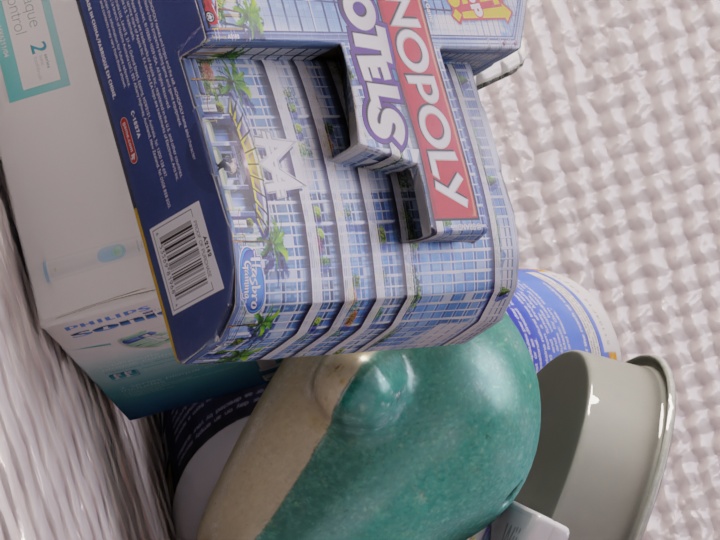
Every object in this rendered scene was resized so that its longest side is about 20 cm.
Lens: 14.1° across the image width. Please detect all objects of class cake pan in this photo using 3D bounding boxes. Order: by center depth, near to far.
[{"bbox_3d":[0.073,0.120,1.275,0.201,0.037,0.200,-60,-170,19],"label":"cake pan"}]

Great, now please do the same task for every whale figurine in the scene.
[{"bbox_3d":[0.000,0.089,1.158,0.200,0.104,0.159,-53,169,-34],"label":"whale figurine"}]

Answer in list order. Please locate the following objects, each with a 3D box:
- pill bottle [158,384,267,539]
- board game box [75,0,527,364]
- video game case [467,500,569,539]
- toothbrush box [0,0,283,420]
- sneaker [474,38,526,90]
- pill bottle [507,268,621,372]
[{"bbox_3d":[-0.035,0.087,1.336,0.200,0.111,0.111,-104,178,-55],"label":"pill bottle"},{"bbox_3d":[-0.003,-0.074,1.057,0.199,0.062,0.201,-4,73,-46],"label":"board game box"},{"bbox_3d":[0.020,0.186,1.209,0.201,0.018,0.143,-63,-171,-3],"label":"video game case"},{"bbox_3d":[-0.085,-0.035,1.142,0.200,0.085,0.147,73,2,-77],"label":"toothbrush box"},{"bbox_3d":[0.005,-0.100,1.178,0.200,0.074,0.085,-29,98,-63],"label":"sneaker"},{"bbox_3d":[0.050,0.054,1.524,0.200,0.112,0.113,1,71,-61],"label":"pill bottle"}]
